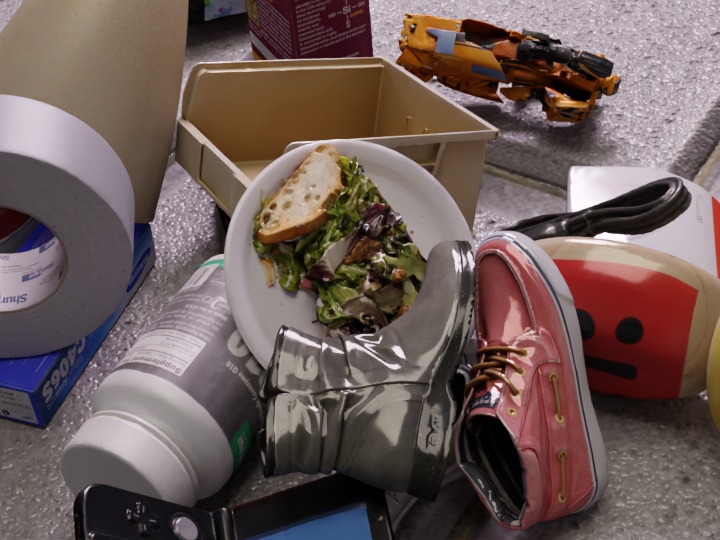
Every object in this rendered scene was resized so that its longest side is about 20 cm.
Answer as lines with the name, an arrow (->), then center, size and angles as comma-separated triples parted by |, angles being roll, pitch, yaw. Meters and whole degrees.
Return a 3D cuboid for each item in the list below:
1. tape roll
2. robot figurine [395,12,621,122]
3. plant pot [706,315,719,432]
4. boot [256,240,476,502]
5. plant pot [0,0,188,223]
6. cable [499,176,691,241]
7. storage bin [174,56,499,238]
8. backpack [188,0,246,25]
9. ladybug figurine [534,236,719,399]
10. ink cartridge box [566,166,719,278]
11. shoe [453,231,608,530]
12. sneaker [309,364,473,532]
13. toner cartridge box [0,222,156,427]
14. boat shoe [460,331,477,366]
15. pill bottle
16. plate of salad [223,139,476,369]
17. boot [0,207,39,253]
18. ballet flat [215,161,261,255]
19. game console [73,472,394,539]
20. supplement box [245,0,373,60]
tape roll -> -0.264, -0.028, 1.113 | 0.198, 0.202, 0.067 | -7, 43, -2
robot figurine -> 0.133, -0.179, 1.368 | 0.198, 0.145, 0.059 | 15, 86, 6
plant pot -> 0.343, 0.074, 1.018 | 0.188, 0.202, 0.200 | 16, 44, 42
boot -> 0.004, 0.052, 1.014 | 0.129, 0.068, 0.202 | 12, 56, 0
plant pot -> -0.220, -0.168, 1.255 | 0.186, 0.202, 0.187 | 23, 8, -3
cable -> 0.171, -0.023, 1.180 | 0.199, 0.051, 0.097 | -22, 19, 28
storage bin -> -0.027, -0.099, 1.244 | 0.197, 0.095, 0.200 | -5, 27, -27
backpack -> -0.104, -0.335, 1.560 | 0.198, 0.155, 0.164 | -2, 33, -15
ladybug figurine -> 0.181, 0.041, 1.105 | 0.198, 0.136, 0.072 | 11, 52, 16
ink cartridge box -> 0.264, -0.017, 1.223 | 0.198, 0.057, 0.163 | -2, 42, 11
shoe -> 0.104, 0.073, 1.038 | 0.071, 0.202, 0.091 | -20, -7, 42
sneaker -> 0.010, 0.132, 1.058 | 0.074, 0.083, 0.199 | 30, 53, 33
toner cartridge box -> -0.250, 0.032, 1.227 | 0.094, 0.043, 0.201 | 12, 45, 17
boat shoe -> 0.015, 0.018, 1.195 | 0.199, 0.073, 0.066 | 30, 48, 32
pill bottle -> -0.120, 0.090, 1.097 | 0.112, 0.114, 0.200 | 16, 47, 23
plate of salad -> 0.000, 0.000, 1.096 | 0.198, 0.048, 0.202 | 5, 75, -20
boot -> -0.337, -0.071, 1.275 | 0.072, 0.145, 0.200 | 19, 45, 28
ballet flat -> -0.095, -0.042, 1.289 | 0.067, 0.047, 0.201 | -3, 42, 2
game console -> -0.070, 0.209, 0.927 | 0.171, 0.119, 0.201 | 23, 40, -37
supplement box -> -0.053, -0.272, 1.422 | 0.085, 0.201, 0.110 | -23, 44, -20
